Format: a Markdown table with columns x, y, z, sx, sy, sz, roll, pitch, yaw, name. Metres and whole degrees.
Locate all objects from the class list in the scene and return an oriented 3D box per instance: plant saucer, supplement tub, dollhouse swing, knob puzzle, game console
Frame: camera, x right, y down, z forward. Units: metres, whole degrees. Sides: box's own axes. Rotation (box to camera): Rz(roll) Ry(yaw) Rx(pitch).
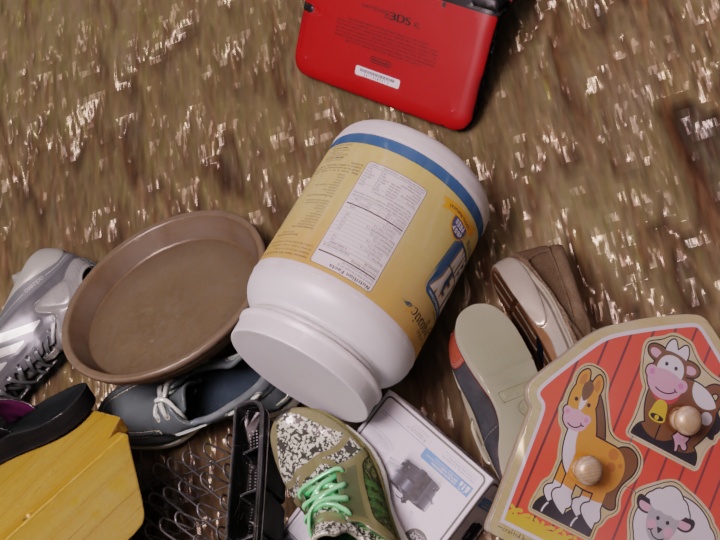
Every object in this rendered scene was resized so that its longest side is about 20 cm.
| x | y | z | sx | sy | sz | roll | pitch | yaw | name |
| --- | --- | --- | --- | --- | --- | --- | --- | --- | --- |
| -0.170 | 0.025 | 0.950 | 0.197 | 0.030 | 0.202 | -14 | 41 | 13 | plant saucer |
| 0.000 | 0.000 | 0.846 | 0.143 | 0.145 | 0.202 | 19 | 66 | 26 | supplement tub |
| -0.240 | 0.243 | 0.889 | 0.181 | 0.177 | 0.199 | -41 | 19 | -28 | dollhouse swing |
| 0.203 | 0.123 | 0.747 | 0.216 | 0.030 | 0.224 | 1 | 84 | -11 | knob puzzle |
| 0.059 | -0.243 | 0.999 | 0.198 | 0.118 | 0.175 | 24 | 113 | 27 | game console |

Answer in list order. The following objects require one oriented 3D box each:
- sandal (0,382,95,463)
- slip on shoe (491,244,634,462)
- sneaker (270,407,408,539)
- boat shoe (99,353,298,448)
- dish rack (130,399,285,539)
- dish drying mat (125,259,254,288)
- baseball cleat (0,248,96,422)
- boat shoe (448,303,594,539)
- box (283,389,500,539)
| x | y | z | sx | sy | sz | roll | pitch | yaw | name |
| --- | --- | --- | --- | --- | --- | --- | --- | --- | --- |
| -0.317 | 0.135 | 0.934 | 0.198 | 0.076 | 0.048 | -26 | 109 | 19 | sandal |
| 0.169 | 0.068 | 0.822 | 0.060 | 0.076 | 0.202 | -23 | 59 | -6 | slip on shoe |
| -0.013 | 0.176 | 0.773 | 0.077 | 0.089 | 0.201 | -37 | 62 | 5 | sneaker |
| -0.148 | 0.105 | 0.927 | 0.197 | 0.062 | 0.074 | -13 | 67 | 17 | boat shoe |
| -0.142 | 0.208 | 0.864 | 0.198 | 0.055 | 0.155 | -26 | 42 | 26 | dish rack |
| -0.138 | 0.030 | 0.982 | 0.197 | 0.018 | 0.078 | -10 | 69 | 18 | dish drying mat |
| -0.307 | 0.076 | 1.005 | 0.105 | 0.070 | 0.203 | 15 | 79 | 26 | baseball cleat |
| 0.118 | 0.122 | 0.814 | 0.070 | 0.063 | 0.202 | -14 | 58 | -16 | boat shoe |
| 0.010 | 0.211 | 0.836 | 0.116 | 0.060 | 0.201 | 39 | 89 | 28 | box |
